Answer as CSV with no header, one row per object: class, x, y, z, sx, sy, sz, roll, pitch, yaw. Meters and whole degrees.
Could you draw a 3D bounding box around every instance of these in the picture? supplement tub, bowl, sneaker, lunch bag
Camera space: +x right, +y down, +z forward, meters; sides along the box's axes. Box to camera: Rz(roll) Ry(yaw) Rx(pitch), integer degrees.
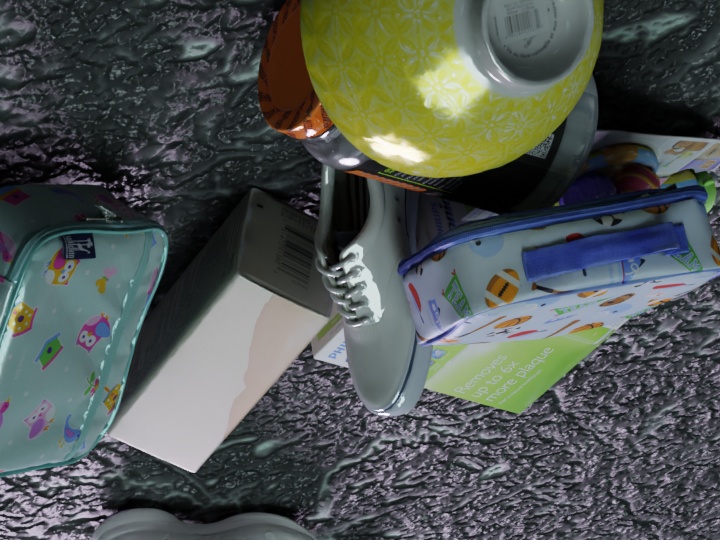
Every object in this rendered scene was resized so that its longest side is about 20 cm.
supplement tub,0.042,-0.112,1.516,0.200,0.123,0.123,14,136,-33
bowl,0.074,-0.150,1.396,0.200,0.201,0.108,13,180,-31
sneaker,0.000,0.000,1.603,0.073,0.201,0.071,-6,178,44
lunch bag,0.133,-0.005,1.537,0.199,0.076,0.160,-11,171,-16
lunch bag,-0.212,0.038,1.588,0.160,0.077,0.200,-2,119,-53
sneaker,-0.123,0.253,1.968,0.199,0.100,0.075,4,139,-24

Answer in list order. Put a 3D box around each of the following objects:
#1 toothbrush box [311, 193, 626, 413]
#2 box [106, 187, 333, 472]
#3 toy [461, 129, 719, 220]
toothbrush box,0.077,0.014,1.727,0.200,0.086,0.146,18,133,-34
box,-0.099,0.045,1.692,0.078,0.095,0.200,26,132,-18
toy,0.180,-0.050,1.657,0.200,0.047,0.115,-4,151,-46
